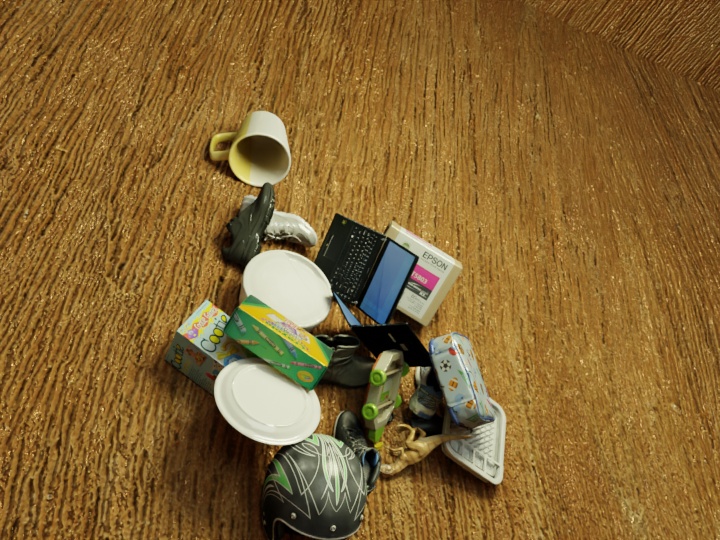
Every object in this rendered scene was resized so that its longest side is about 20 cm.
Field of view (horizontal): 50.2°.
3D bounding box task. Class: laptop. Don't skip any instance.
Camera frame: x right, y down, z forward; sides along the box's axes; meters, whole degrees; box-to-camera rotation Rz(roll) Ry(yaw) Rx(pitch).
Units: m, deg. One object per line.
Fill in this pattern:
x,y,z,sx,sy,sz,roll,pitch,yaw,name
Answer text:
0.048,0.120,1.614,0.178,0.198,0.104,51,43,-46,laptop
0.000,0.000,1.697,0.198,0.179,0.103,24,9,-6,laptop

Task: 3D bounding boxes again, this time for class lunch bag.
0.212,0.233,1.589,0.160,0.075,0.202,30,42,-64,lunch bag

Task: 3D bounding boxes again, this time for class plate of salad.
-0.167,0.237,1.374,0.198,0.048,0.201,18,33,-12,plate of salad

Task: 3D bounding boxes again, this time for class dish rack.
0.238,0.346,1.649,0.171,0.043,0.201,36,42,-20,dish rack

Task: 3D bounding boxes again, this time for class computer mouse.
0.101,0.309,1.629,0.198,0.034,0.059,20,47,-14,computer mouse

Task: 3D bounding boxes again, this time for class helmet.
-0.079,0.386,1.346,0.198,0.191,0.202,16,47,-17,helmet

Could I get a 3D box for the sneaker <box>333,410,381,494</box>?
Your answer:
0.001,0.345,1.485,0.072,0.112,0.202,12,49,-22,sneaker

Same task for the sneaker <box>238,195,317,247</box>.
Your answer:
-0.196,-0.093,1.782,0.198,0.075,0.083,24,61,-3,sneaker

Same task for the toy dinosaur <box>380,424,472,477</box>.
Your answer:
0.124,0.356,1.558,0.198,0.061,0.107,-29,45,0,toy dinosaur

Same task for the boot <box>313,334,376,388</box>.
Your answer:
-0.027,0.184,1.590,0.198,0.131,0.068,2,52,-28,boot

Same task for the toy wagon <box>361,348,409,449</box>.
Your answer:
0.043,0.260,1.543,0.039,0.203,0.155,15,6,21,toy wagon

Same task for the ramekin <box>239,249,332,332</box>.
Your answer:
-0.166,0.062,1.638,0.200,0.095,0.204,15,47,-17,ramekin

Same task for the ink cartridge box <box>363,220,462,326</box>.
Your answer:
0.113,0.007,1.791,0.199,0.166,0.075,30,10,-3,ink cartridge box

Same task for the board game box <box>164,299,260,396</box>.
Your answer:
-0.259,0.172,1.485,0.199,0.105,0.103,36,44,1,board game box

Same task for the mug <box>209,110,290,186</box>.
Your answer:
-0.258,-0.317,1.875,0.185,0.150,0.154,22,37,-21,mug

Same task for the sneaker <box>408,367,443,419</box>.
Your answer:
0.165,0.236,1.674,0.076,0.086,0.201,29,30,-5,sneaker

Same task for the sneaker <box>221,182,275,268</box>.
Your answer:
-0.247,-0.107,1.702,0.090,0.076,0.202,19,77,2,sneaker

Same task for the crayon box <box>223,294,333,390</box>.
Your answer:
-0.152,0.133,1.449,0.199,0.059,0.119,34,10,-2,crayon box
